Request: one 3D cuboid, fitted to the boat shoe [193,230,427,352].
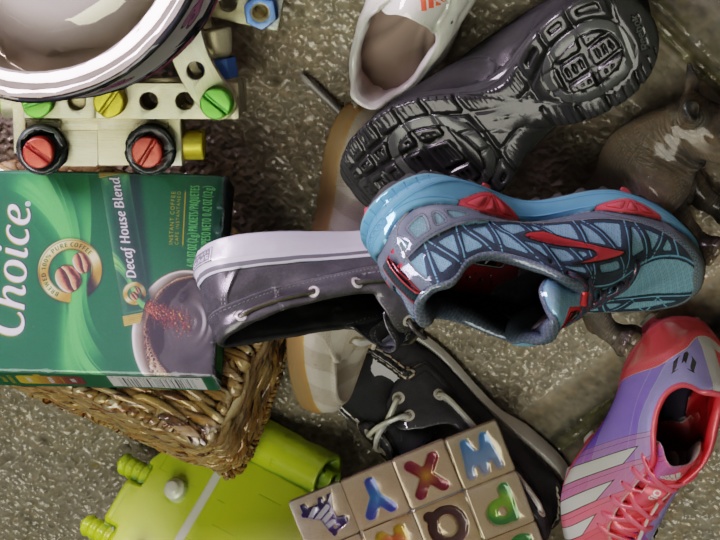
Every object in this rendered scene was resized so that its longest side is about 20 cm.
[{"bbox_3d":[0.009,0.014,1.633,0.200,0.066,0.070,-1,157,-19],"label":"boat shoe"}]

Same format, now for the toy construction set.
[{"bbox_3d":[-0.142,-0.123,1.676,0.200,0.092,0.131,3,102,19],"label":"toy construction set"}]

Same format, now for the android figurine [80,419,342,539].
[{"bbox_3d":[-0.086,0.178,1.836,0.200,0.182,0.041,27,170,30],"label":"android figurine"}]

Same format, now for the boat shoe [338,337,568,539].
[{"bbox_3d":[0.039,0.098,1.790,0.200,0.060,0.074,40,126,-9],"label":"boat shoe"}]

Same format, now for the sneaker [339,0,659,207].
[{"bbox_3d":[0.079,-0.095,1.616,0.200,0.091,0.076,-28,107,20],"label":"sneaker"}]

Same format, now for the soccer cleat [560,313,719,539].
[{"bbox_3d":[0.168,0.115,1.738,0.067,0.076,0.200,5,126,-19],"label":"soccer cleat"}]

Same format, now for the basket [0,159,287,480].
[{"bbox_3d":[-0.141,0.021,1.785,0.200,0.143,0.149,22,171,9],"label":"basket"}]

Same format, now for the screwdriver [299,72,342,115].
[{"bbox_3d":[0.035,-0.044,1.724,0.200,0.028,0.029,42,155,-3],"label":"screwdriver"}]

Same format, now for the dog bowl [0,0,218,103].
[{"bbox_3d":[-0.158,-0.184,1.608,0.200,0.074,0.200,-3,82,20],"label":"dog bowl"}]

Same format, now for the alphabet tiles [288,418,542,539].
[{"bbox_3d":[0.018,0.201,1.765,0.200,0.008,0.167,-22,100,-3],"label":"alphabet tiles"}]

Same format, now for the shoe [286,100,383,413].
[{"bbox_3d":[0.000,0.000,1.705,0.053,0.070,0.200,21,120,21],"label":"shoe"}]

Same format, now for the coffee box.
[{"bbox_3d":[-0.176,0.005,1.692,0.200,0.123,0.044,3,169,5],"label":"coffee box"}]

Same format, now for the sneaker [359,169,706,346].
[{"bbox_3d":[0.099,0.010,1.582,0.200,0.096,0.079,4,131,-22],"label":"sneaker"}]

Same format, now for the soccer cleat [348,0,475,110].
[{"bbox_3d":[0.044,-0.171,1.594,0.069,0.078,0.200,24,127,3],"label":"soccer cleat"}]

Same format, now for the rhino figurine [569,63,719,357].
[{"bbox_3d":[0.168,-0.043,1.649,0.087,0.060,0.200,33,126,-8],"label":"rhino figurine"}]
